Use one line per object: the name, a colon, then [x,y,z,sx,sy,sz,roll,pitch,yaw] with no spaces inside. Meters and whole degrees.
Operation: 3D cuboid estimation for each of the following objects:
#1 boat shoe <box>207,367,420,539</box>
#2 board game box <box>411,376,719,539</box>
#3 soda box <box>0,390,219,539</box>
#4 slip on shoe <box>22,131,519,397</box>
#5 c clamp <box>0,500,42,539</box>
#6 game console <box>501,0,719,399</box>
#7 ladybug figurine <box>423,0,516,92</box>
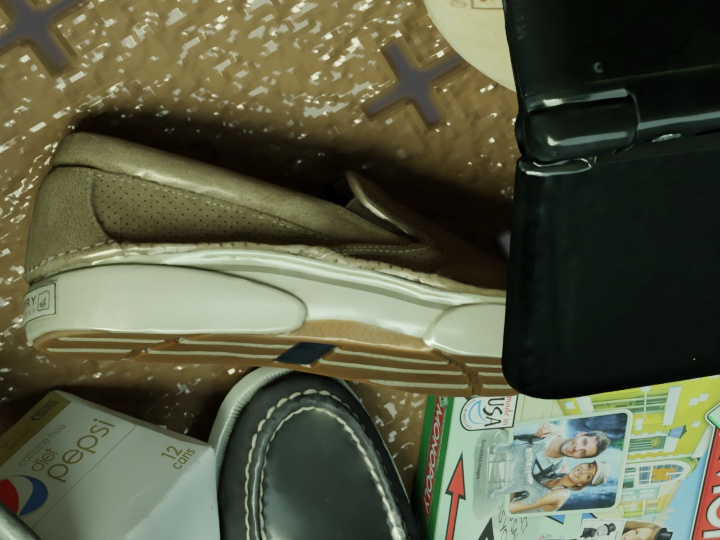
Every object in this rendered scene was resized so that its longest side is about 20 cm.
boat shoe: [-0.003,0.127,0.782,0.074,0.060,0.200,-13,108,-22]
board game box: [0.081,0.106,0.846,0.135,0.029,0.200,-4,125,-14]
soda box: [-0.084,0.140,0.779,0.064,0.068,0.200,18,130,23]
slip on shoe: [0.000,0.000,0.722,0.200,0.061,0.076,5,166,-16]
c clamp: [-0.114,0.129,0.723,0.171,0.027,0.200,44,134,-1]
game console: [0.128,-0.067,0.635,0.200,0.116,0.176,-9,86,-7]
ladybug figurine: [0.101,-0.112,0.668,0.200,0.072,0.136,-12,126,-10]
